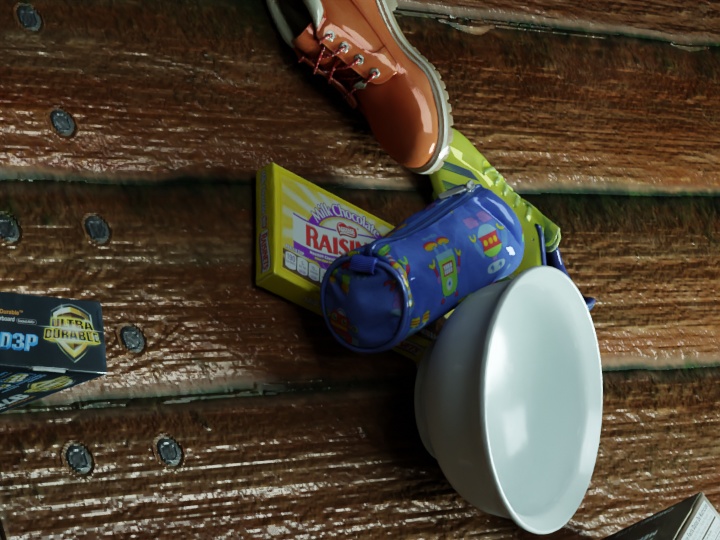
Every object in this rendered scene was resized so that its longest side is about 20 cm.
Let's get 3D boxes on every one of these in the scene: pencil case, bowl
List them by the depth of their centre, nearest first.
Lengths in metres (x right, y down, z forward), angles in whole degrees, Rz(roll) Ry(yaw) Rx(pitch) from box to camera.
[{"bbox_3d":[0.101,0.096,1.932,0.201,0.090,0.202,0,90,-60],"label":"bowl"},{"bbox_3d":[0.049,-0.006,1.935,0.200,0.078,0.087,-31,120,-53],"label":"pencil case"}]

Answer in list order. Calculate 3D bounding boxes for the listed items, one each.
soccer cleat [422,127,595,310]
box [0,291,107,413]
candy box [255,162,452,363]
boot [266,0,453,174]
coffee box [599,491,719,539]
[{"bbox_3d":[0.121,-0.038,2.081,0.065,0.084,0.201,-27,87,-53],"label":"soccer cleat"},{"bbox_3d":[-0.268,0.057,1.470,0.159,0.200,0.046,8,69,-45],"label":"box"},{"bbox_3d":[0.000,0.000,1.964,0.200,0.026,0.103,26,45,-36],"label":"candy box"},{"bbox_3d":[-0.005,-0.160,2.040,0.107,0.075,0.200,-8,63,-48],"label":"boot"},{"bbox_3d":[0.270,0.287,2.001,0.200,0.114,0.080,52,38,-7],"label":"coffee box"}]
